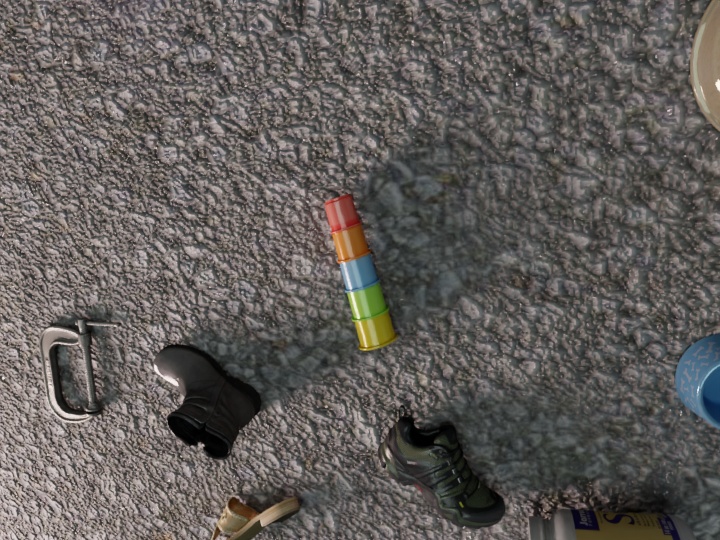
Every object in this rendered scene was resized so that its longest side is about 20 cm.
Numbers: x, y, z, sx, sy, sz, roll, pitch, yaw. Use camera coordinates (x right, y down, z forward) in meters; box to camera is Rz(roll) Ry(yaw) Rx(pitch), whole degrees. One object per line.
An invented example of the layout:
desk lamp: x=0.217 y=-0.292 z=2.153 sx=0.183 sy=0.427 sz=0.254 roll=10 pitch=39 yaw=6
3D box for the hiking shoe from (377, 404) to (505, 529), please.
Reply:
hiking shoe: x=0.121 y=0.275 z=0.741 sx=0.195 sy=0.076 sz=0.103 roll=27 pitch=113 yaw=8

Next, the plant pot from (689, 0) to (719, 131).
plant pot: x=0.436 y=-0.211 z=0.476 sx=0.192 sy=0.183 sz=0.209 roll=4 pitch=105 yaw=14

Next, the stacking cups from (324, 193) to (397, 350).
stacking cups: x=0.000 y=0.000 z=0.724 sx=0.058 sy=0.060 sz=0.208 roll=-13 pitch=95 yaw=18

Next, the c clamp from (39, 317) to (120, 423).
c clamp: x=-0.486 y=0.175 z=0.912 sx=0.164 sy=0.027 sz=0.209 roll=9 pitch=105 yaw=13

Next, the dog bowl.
dog bowl: x=0.482 y=0.145 z=0.622 sx=0.192 sy=0.050 sz=0.116 roll=9 pitch=106 yaw=14

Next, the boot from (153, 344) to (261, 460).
boot: x=-0.253 y=0.189 z=0.795 sx=0.194 sy=0.132 sz=0.072 roll=23 pitch=110 yaw=9

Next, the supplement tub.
supplement tub: x=0.318 y=0.389 z=0.678 sx=0.192 sy=0.145 sz=0.152 roll=-4 pitch=103 yaw=16

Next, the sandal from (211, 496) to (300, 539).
sandal: x=-0.193 y=0.406 z=0.879 sx=0.208 sy=0.077 sz=0.071 roll=-33 pitch=63 yaw=13
